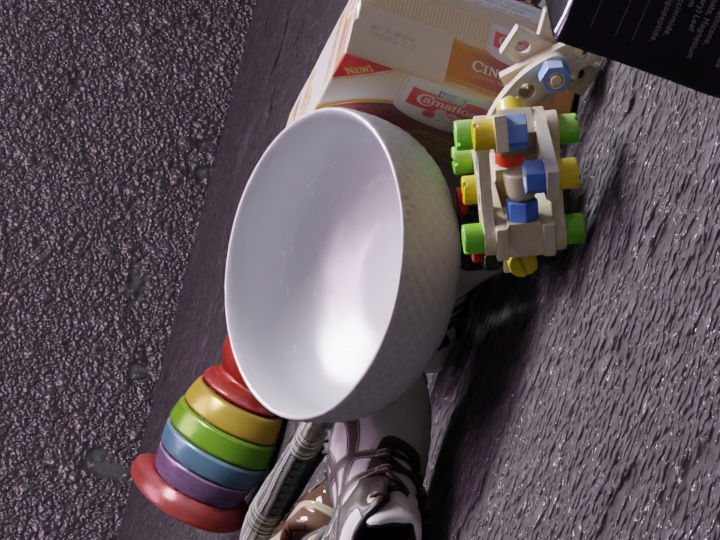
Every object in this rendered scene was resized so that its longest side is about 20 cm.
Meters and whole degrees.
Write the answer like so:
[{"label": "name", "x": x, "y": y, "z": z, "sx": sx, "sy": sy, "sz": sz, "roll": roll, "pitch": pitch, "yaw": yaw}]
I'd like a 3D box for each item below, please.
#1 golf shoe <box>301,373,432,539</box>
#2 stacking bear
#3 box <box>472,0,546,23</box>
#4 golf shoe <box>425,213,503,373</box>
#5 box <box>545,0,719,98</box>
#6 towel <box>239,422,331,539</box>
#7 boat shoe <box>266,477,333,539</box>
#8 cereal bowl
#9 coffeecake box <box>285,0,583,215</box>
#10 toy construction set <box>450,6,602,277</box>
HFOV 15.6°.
[{"label": "golf shoe", "x": 0.018, "y": 0.147, "z": 1.693, "sx": 0.094, "sy": 0.078, "sz": 0.201, "roll": -12, "pitch": 54, "yaw": 52}, {"label": "stacking bear", "x": -0.121, "y": 0.135, "z": 2.480, "sx": 0.201, "sy": 0.121, "sz": 0.114, "roll": -63, "pitch": 8, "yaw": 11}, {"label": "box", "x": 0.106, "y": -0.219, "z": 1.818, "sx": 0.200, "sy": 0.082, "sz": 0.049, "roll": 126, "pitch": 160, "yaw": -64}, {"label": "golf shoe", "x": 0.051, "y": 0.018, "z": 1.772, "sx": 0.078, "sy": 0.095, "sz": 0.200, "roll": -35, "pitch": 10, "yaw": -36}, {"label": "box", "x": 0.164, "y": -0.133, "z": 0.963, "sx": 0.200, "sy": 0.181, "sz": 0.104, "roll": -90, "pitch": 19, "yaw": -65}, {"label": "towel", "x": -0.020, "y": 0.093, "z": 1.965, "sx": 0.200, "sy": 0.034, "sz": 0.193, "roll": -55, "pitch": -5, "yaw": -41}, {"label": "boat shoe", "x": -0.028, "y": 0.199, "z": 1.919, "sx": 0.075, "sy": 0.075, "sz": 0.202, "roll": -55, "pitch": 2, "yaw": -28}, {"label": "cereal bowl", "x": 0.000, "y": 0.000, "z": 1.683, "sx": 0.200, "sy": 0.083, "sz": 0.201, "roll": -15, "pitch": 71, "yaw": 53}, {"label": "coffeecake box", "x": 0.041, "y": -0.100, "z": 1.751, "sx": 0.200, "sy": 0.153, "sz": 0.073, "roll": 122, "pitch": 164, "yaw": -59}, {"label": "toy construction set", "x": 0.094, "y": -0.074, "z": 1.577, "sx": 0.200, "sy": 0.092, "sz": 0.132, "roll": -72, "pitch": -20, "yaw": -59}]
